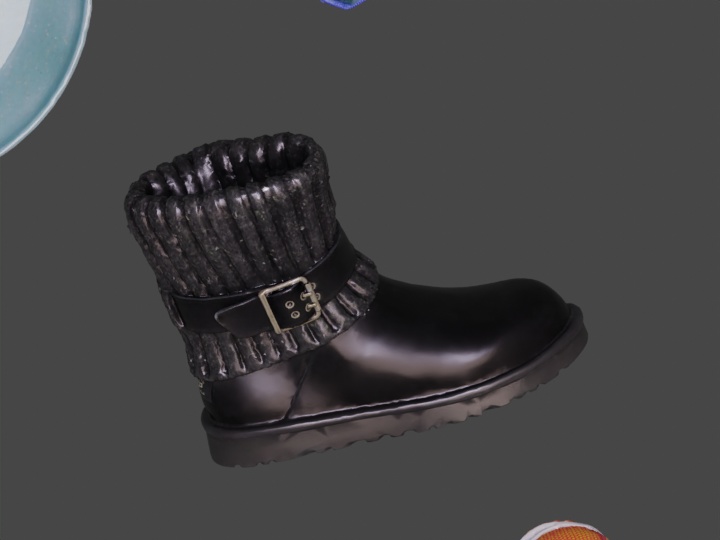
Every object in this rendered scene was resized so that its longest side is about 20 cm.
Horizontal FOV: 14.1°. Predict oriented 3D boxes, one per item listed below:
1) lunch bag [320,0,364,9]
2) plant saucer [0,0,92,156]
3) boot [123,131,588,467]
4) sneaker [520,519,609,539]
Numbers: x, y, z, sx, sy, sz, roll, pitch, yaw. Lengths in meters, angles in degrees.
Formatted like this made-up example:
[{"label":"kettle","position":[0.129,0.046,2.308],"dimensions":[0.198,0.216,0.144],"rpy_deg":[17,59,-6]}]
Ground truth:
[{"label":"lunch bag","position":[0.030,-0.220,1.324],"dimensions":[0.127,0.170,0.200],"rpy_deg":[36,101,-20]},{"label":"plant saucer","position":[-0.228,-0.137,1.375],"dimensions":[0.200,0.036,0.200],"rpy_deg":[-3,108,-9]},{"label":"boot","position":[0.000,0.001,1.442],"dimensions":[0.211,0.079,0.158],"rpy_deg":[-15,111,-5]},{"label":"sneaker","position":[0.064,0.218,1.530],"dimensions":[0.073,0.077,0.200],"rpy_deg":[32,102,-21]}]
